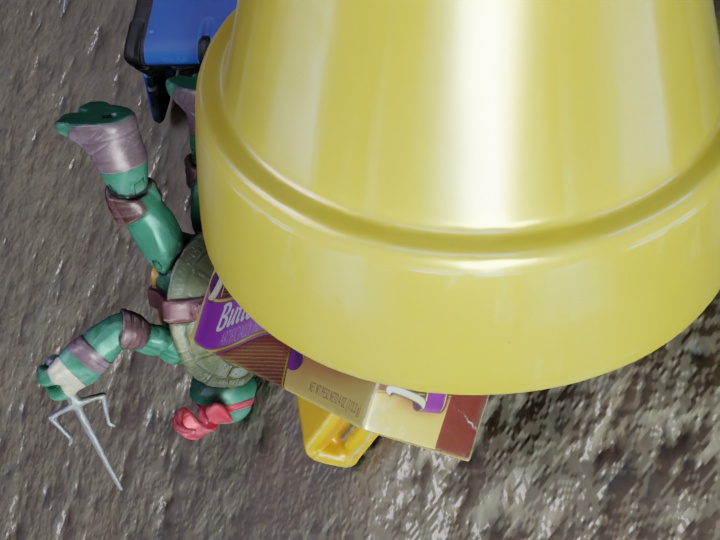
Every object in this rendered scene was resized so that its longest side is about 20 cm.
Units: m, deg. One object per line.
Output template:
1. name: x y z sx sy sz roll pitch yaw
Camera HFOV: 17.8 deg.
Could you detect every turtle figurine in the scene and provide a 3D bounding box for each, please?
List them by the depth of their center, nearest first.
1. turtle figurine: -0.090 0.007 1.173 0.101 0.150 0.200 6 112 34

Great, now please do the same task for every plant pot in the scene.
1. plant pot: 0.040 -0.090 0.794 0.201 0.201 0.189 -104 10 -47

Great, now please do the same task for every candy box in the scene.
1. candy box: 0.000 0.000 0.986 0.200 0.056 0.117 21 93 63

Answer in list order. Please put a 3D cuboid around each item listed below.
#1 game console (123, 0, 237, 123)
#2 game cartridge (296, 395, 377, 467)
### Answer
1. game console: -0.062 -0.194 1.336 0.171 0.118 0.200 3 75 31
2. game cartridge: 0.012 -0.037 1.081 0.176 0.032 0.200 -54 33 33
